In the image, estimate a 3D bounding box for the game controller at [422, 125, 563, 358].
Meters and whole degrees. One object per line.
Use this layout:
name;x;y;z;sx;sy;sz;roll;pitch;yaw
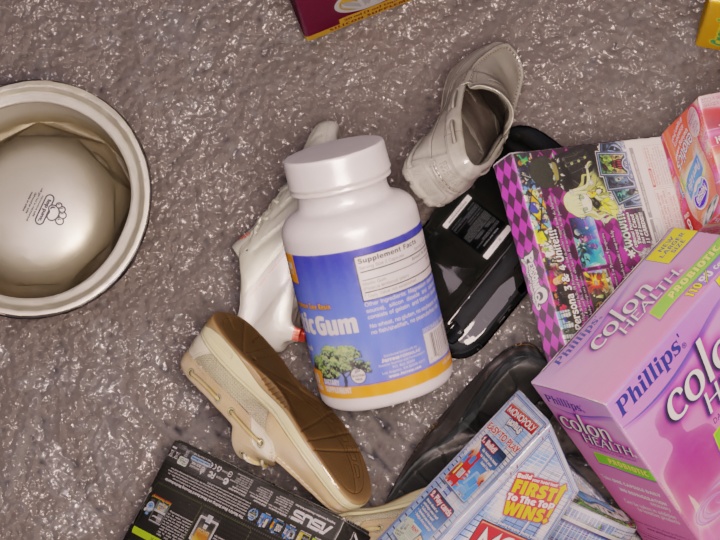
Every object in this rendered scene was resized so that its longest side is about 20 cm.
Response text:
game controller;0.107;-0.026;1.781;0.104;0.042;0.200;37;83;24

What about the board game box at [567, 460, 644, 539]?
board game box;0.133;0.261;1.721;0.135;0.035;0.200;44;85;10

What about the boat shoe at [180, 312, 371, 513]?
boat shoe;-0.069;0.124;1.710;0.200;0.072;0.065;48;112;20

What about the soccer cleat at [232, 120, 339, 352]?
soccer cleat;-0.064;-0.032;1.774;0.077;0.069;0.201;14;83;9

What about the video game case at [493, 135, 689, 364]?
video game case;0.212;-0.006;1.725;0.181;0.036;0.201;-9;77;-31

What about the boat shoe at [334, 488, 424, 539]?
boat shoe;0.005;0.228;1.688;0.199;0.065;0.072;-20;112;14

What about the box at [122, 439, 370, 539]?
box;-0.113;0.253;1.684;0.200;0.047;0.194;19;80;40

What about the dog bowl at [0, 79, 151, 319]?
dog bowl;-0.267;-0.053;1.786;0.199;0.074;0.201;-1;79;3

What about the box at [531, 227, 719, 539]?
box;0.261;0.102;1.647;0.176;0.097;0.200;-45;116;-18

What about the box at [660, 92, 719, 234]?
box;0.356;-0.097;1.723;0.199;0.103;0.095;-11;79;-13

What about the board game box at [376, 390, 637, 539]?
board game box;0.115;0.202;1.605;0.200;0.062;0.200;26;102;-30

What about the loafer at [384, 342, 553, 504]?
loafer;0.087;0.143;1.733;0.073;0.072;0.200;40;101;-16

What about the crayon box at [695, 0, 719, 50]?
crayon box;0.349;-0.209;1.752;0.199;0.126;0.052;14;81;6

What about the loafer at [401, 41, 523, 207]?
loafer;0.098;-0.124;1.735;0.070;0.070;0.200;48;41;-19

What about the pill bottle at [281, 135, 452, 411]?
pill bottle;0.000;0.000;1.701;0.112;0.112;0.201;-14;103;1

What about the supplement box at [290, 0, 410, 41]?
supplement box;-0.010;-0.280;1.749;0.130;0.200;0.104;-21;78;0
